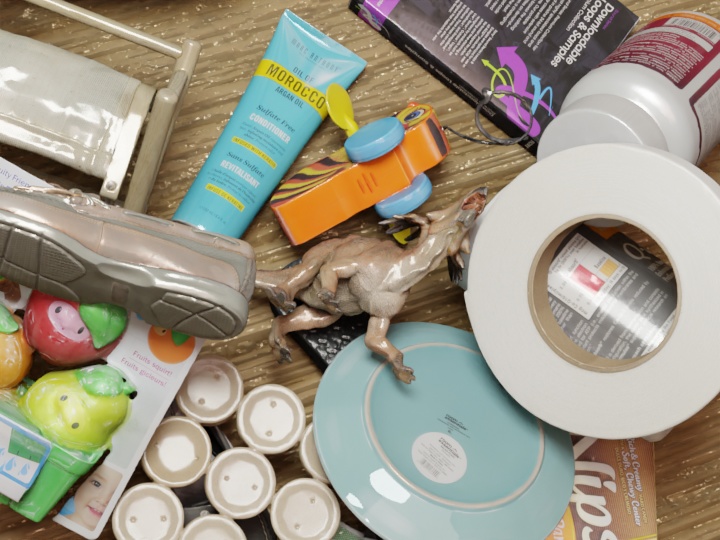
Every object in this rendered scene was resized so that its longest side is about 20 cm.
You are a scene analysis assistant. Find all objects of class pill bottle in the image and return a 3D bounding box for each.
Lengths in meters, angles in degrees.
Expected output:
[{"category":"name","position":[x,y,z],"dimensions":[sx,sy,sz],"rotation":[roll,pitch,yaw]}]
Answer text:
[{"category":"pill bottle","position":[0.173,0.026,0.977],"dimensions":[0.200,0.117,0.117],"rotation":[37,76,17]},{"category":"pill bottle","position":[0.216,-0.116,0.991],"dimensions":[0.110,0.109,0.200],"rotation":[50,45,0]}]

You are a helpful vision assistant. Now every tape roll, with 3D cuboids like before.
[{"category":"tape roll","position":[0.169,0.014,0.892],"dimensions":[0.201,0.037,0.205],"rotation":[3,98,25]}]

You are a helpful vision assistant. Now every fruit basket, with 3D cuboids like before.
[{"category":"fruit basket","position":[-0.211,0.055,0.865],"dimensions":[0.184,0.094,0.201],"rotation":[30,104,-3]}]

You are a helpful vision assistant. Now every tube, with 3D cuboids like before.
[{"category":"tube","position":[-0.074,-0.104,1.012],"dimensions":[0.077,0.050,0.201],"rotation":[34,71,-12]}]

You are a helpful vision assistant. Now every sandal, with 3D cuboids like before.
[{"category":"sandal","position":[0.004,0.078,0.998],"dimensions":[0.075,0.048,0.201],"rotation":[-30,74,-17]}]

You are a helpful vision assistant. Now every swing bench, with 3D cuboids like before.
[{"category":"swing bench","position":[-0.241,-0.089,0.920],"dimensions":[0.197,0.130,0.201],"rotation":[20,115,-8]}]

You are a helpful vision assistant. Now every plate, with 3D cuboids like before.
[{"category":"plate","position":[0.064,0.114,0.932],"dimensions":[0.198,0.026,0.201],"rotation":[11,50,-13]}]

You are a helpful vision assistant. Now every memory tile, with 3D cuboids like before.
[{"category":"memory tile","position":[-0.093,0.171,0.908],"dimensions":[0.152,0.017,0.201],"rotation":[24,73,0]}]

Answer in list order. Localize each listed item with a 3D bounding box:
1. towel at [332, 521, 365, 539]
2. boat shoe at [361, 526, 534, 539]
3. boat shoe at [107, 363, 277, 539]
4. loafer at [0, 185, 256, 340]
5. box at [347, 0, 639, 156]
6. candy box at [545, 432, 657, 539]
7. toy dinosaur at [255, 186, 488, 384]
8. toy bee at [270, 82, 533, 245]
[{"category":"towel","position":[-0.012,0.285,0.928],"dimensions":[0.148,0.031,0.201],"rotation":[28,60,-16]},{"category":"boat shoe","position":[0.100,0.201,0.932],"dimensions":[0.198,0.072,0.068],"rotation":[13,79,5]},{"category":"boat shoe","position":[-0.124,0.141,0.952],"dimensions":[0.067,0.057,0.201],"rotation":[-31,88,-14]},{"category":"loafer","position":[-0.161,-0.016,0.821],"dimensions":[0.199,0.072,0.063],"rotation":[20,55,-11]},{"category":"box","position":[0.110,-0.210,1.066],"dimensions":[0.200,0.036,0.143],"rotation":[38,77,-2]},{"category":"candy box","position":[0.164,0.205,0.998],"dimensions":[0.114,0.055,0.202],"rotation":[2,80,-10]},{"category":"toy dinosaur","position":[0.000,0.000,0.955],"dimensions":[0.136,0.199,0.086],"rotation":[-59,139,-38]},{"category":"toy bee","position":[0.029,-0.085,1.009],"dimensions":[0.198,0.109,0.132],"rotation":[-5,113,1]}]
